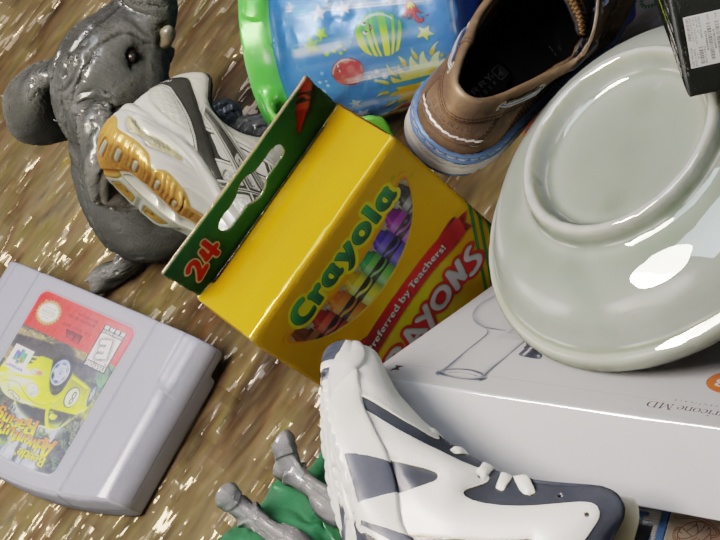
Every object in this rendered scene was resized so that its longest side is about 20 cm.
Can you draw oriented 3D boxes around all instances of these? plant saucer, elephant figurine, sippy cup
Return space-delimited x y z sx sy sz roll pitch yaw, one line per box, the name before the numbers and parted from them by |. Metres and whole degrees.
plant saucer | 0.133 -0.050 0.764 0.200 0.050 0.200 -27 44 29
elephant figurine | -0.153 -0.101 1.013 0.141 0.200 0.155 -8 59 27
sippy cup | 0.008 -0.152 1.000 0.130 0.140 0.178 -5 86 17

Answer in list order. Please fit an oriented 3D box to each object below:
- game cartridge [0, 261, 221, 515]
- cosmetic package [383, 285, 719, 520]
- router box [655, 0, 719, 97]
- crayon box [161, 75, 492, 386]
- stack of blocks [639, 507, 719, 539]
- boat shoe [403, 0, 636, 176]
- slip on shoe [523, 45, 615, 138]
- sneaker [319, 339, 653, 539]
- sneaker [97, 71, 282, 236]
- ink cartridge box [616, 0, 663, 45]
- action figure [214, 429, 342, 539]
game cartridge | -0.193 0.078 1.041 0.200 0.041 0.133 19 78 37
cosmetic package | 0.126 0.056 0.794 0.200 0.052 0.151 6 25 33
router box | 0.208 -0.167 0.761 0.150 0.062 0.200 -13 32 10
crayon box | 0.000 0.000 0.855 0.051 0.200 0.127 35 89 40
stack of blocks | 0.093 0.143 0.813 0.200 0.059 0.115 5 66 33
boat shoe | 0.102 -0.133 0.849 0.072 0.072 0.200 36 64 1
slip on shoe | 0.123 -0.082 0.910 0.074 0.061 0.200 -18 74 -22
sneaker | 0.059 0.108 0.726 0.130 0.080 0.199 -12 49 -10
sneaker | -0.058 -0.034 0.948 0.088 0.200 0.076 -46 9 -28
ink cartridge box | 0.172 -0.215 0.987 0.198 0.047 0.200 -13 56 27
action figure | 0.017 0.152 0.778 0.200 0.055 0.118 31 63 34
